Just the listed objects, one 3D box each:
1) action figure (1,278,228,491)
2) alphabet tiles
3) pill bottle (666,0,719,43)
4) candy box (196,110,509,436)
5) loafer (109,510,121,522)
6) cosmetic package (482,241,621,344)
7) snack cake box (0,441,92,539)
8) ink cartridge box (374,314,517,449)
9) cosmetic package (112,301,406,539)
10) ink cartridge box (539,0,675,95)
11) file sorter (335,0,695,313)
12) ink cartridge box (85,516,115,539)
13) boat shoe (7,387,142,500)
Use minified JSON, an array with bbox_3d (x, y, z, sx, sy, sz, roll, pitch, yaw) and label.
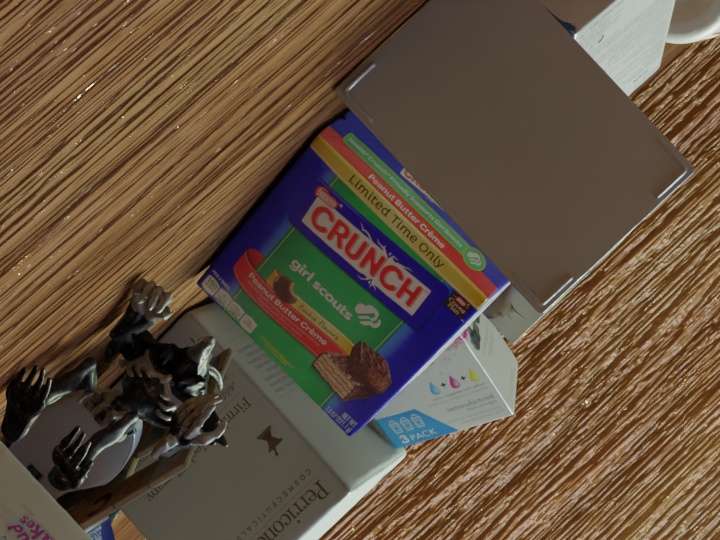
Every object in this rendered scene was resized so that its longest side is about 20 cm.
[{"bbox_3d":[-0.142,0.077,1.549,0.102,0.119,0.200,-40,172,35],"label":"action figure"},{"bbox_3d":[-0.188,0.146,1.724,0.200,0.008,0.167,-31,-161,23],"label":"alphabet tiles"},{"bbox_3d":[0.314,-0.274,2.218,0.112,0.112,0.200,-44,176,14],"label":"pill bottle"},{"bbox_3d":[0.000,0.000,1.688,0.077,0.169,0.200,-43,176,-47],"label":"candy box"},{"bbox_3d":[-0.268,0.230,2.124,0.200,0.073,0.072,-37,177,-45],"label":"loafer"},{"bbox_3d":[0.086,-0.058,1.695,0.073,0.200,0.104,-38,173,-47],"label":"cosmetic package"},{"bbox_3d":[-0.285,0.221,1.604,0.200,0.115,0.067,-46,174,31],"label":"snack cake box"},{"bbox_3d":[0.034,0.045,1.899,0.115,0.200,0.068,-19,-145,23],"label":"ink cartridge box"},{"bbox_3d":[-0.102,0.147,1.934,0.167,0.200,0.166,-45,173,17],"label":"cosmetic package"},{"bbox_3d":[0.171,-0.178,1.785,0.136,0.076,0.200,-41,156,-23],"label":"ink cartridge box"},{"bbox_3d":[0.102,-0.089,1.569,0.139,0.200,0.125,-43,177,0],"label":"file sorter"},{"bbox_3d":[-0.314,0.243,1.788,0.200,0.041,0.200,-12,-174,16],"label":"ink cartridge box"},{"bbox_3d":[-0.210,0.129,1.684,0.199,0.074,0.068,-44,-178,44],"label":"boat shoe"}]
